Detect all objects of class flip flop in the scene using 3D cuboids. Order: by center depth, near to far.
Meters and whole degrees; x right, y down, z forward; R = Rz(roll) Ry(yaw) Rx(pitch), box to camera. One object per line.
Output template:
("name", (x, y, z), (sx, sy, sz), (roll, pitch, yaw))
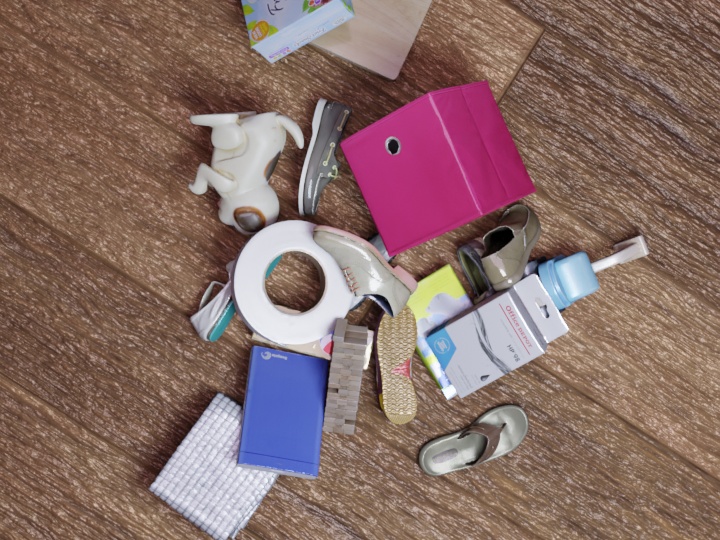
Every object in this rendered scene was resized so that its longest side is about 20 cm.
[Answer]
("flip flop", (0.193, 0.290, 1.715), (0.199, 0.058, 0.081), (-21, 89, -4))

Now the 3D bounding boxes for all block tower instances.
("block tower", (-0.024, 0.178, 1.658), (0.058, 0.054, 0.201), (7, 121, 2))

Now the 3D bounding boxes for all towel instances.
("towel", (-0.225, 0.323, 1.680), (0.165, 0.086, 0.200), (35, 85, -3))

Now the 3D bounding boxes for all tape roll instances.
("tape roll", (-0.108, 0.021, 1.642), (0.202, 0.037, 0.204), (1, 87, -17))

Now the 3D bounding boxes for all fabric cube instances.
("fabric cube", (0.123, -0.163, 1.625), (0.196, 0.200, 0.200), (-24, 90, 37))

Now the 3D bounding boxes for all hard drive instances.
("hard drive", (-0.125, 0.230, 1.663), (0.131, 0.025, 0.201), (12, 61, -15))

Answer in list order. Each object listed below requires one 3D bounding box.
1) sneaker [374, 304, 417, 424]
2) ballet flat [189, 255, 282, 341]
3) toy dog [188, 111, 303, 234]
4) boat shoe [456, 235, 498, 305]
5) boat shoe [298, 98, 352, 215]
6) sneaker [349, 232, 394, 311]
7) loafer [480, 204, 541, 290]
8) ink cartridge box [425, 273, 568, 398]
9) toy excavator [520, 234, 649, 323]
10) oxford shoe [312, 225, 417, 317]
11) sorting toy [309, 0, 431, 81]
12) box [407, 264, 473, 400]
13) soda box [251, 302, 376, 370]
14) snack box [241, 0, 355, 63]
("sneaker", (0.053, 0.152, 1.696), (0.075, 0.090, 0.201), (2, 87, -11))
("ballet flat", (-0.214, 0.025, 1.705), (0.069, 0.069, 0.200), (38, 87, -1))
("toy dog", (-0.184, -0.160, 1.680), (0.193, 0.140, 0.201), (0, 101, 4))
("boat shoe", (0.218, 0.043, 1.714), (0.066, 0.072, 0.201), (-19, 83, -26))
("boat shoe", (-0.061, -0.187, 1.714), (0.060, 0.072, 0.203), (11, 83, 2))
("sneaker", (0.018, -0.031, 1.713), (0.079, 0.074, 0.200), (36, 86, 4))
("loafer", (0.245, -0.052, 1.675), (0.076, 0.200, 0.068), (-23, 118, 31))
("ink cartridge box", (0.219, 0.104, 1.638), (0.200, 0.067, 0.116), (-32, 89, 18))
("toy excavator", (0.375, 0.003, 1.708), (0.199, 0.194, 0.100), (-21, 89, 24))
("oxford shoe", (0.000, 0.000, 1.620), (0.200, 0.071, 0.074), (34, 72, -15))
("sorting toy", (0.006, -0.445, 1.729), (0.199, 0.070, 0.199), (25, 87, -2))
("box", (0.147, 0.105, 1.726), (0.122, 0.048, 0.200), (-31, 89, -4))
("soda box", (-0.078, 0.108, 1.705), (0.199, 0.064, 0.068), (16, 87, -3))
("snack box", (-0.112, -0.465, 1.662), (0.168, 0.068, 0.201), (-23, 63, 22))
